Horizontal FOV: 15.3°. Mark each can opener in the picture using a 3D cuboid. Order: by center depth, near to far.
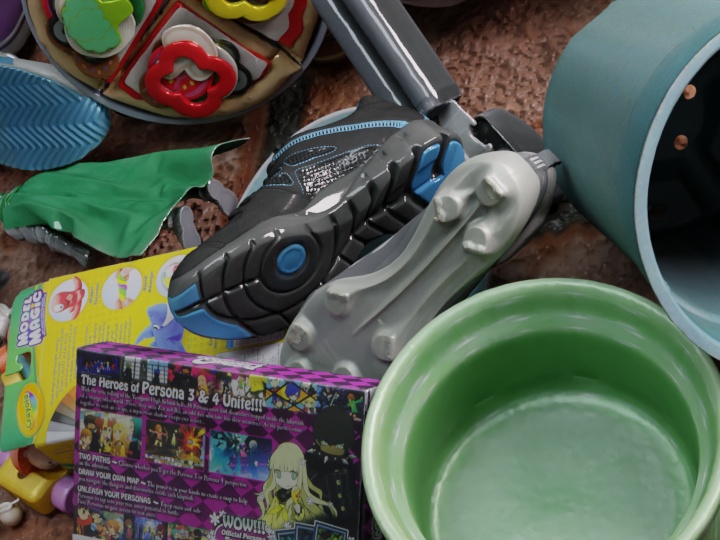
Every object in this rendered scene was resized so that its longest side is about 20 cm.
[{"bbox_3d":[0.044,-0.108,1.643,0.066,0.053,0.200,-31,80,-39],"label":"can opener"}]

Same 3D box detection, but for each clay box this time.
[{"bbox_3d":[-0.121,0.051,1.619,0.199,0.048,0.116,-12,59,25],"label":"clay box"}]

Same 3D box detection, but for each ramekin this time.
[{"bbox_3d":[0.105,0.114,1.455,0.199,0.098,0.201,-6,57,8],"label":"ramekin"}]

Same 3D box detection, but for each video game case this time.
[{"bbox_3d":[-0.076,0.141,1.528,0.199,0.036,0.183,6,100,30],"label":"video game case"}]

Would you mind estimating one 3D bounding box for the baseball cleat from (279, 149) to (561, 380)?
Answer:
[{"bbox_3d":[0.041,0.005,1.519,0.200,0.106,0.070,-40,78,30],"label":"baseball cleat"}]

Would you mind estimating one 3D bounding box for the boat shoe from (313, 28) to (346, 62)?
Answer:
[{"bbox_3d":[-0.037,-0.226,1.790,0.072,0.068,0.201,-19,53,14],"label":"boat shoe"}]

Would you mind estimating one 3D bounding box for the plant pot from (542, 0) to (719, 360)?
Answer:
[{"bbox_3d":[0.202,-0.068,1.470,0.200,0.200,0.196,-42,24,-4],"label":"plant pot"}]

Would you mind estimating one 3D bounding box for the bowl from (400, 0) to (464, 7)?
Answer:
[{"bbox_3d":[0.040,-0.231,1.715,0.200,0.091,0.202,12,33,-8],"label":"bowl"}]

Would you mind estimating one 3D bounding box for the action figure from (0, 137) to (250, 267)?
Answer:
[{"bbox_3d":[-0.169,-0.040,1.733,0.199,0.055,0.118,3,36,44],"label":"action figure"}]

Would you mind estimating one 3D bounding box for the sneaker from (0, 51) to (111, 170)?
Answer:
[{"bbox_3d":[-0.244,-0.117,1.808,0.199,0.077,0.081,7,27,33],"label":"sneaker"}]

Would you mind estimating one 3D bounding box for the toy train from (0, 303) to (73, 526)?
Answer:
[{"bbox_3d":[-0.236,0.094,1.690,0.149,0.056,0.201,-3,59,25],"label":"toy train"}]

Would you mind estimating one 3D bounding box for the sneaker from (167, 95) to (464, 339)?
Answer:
[{"bbox_3d":[-0.035,-0.030,1.565,0.199,0.074,0.082,-32,45,-21],"label":"sneaker"}]

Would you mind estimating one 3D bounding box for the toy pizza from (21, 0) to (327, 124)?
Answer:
[{"bbox_3d":[-0.117,-0.174,1.686,0.199,0.201,0.032,-19,32,15],"label":"toy pizza"}]

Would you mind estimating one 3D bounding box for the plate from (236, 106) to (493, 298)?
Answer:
[{"bbox_3d":[0.000,0.000,1.624,0.199,0.026,0.202,-10,73,33],"label":"plate"}]

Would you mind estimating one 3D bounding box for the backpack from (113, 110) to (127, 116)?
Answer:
[{"bbox_3d":[-0.138,-0.235,1.804,0.153,0.164,0.201,-15,47,7],"label":"backpack"}]

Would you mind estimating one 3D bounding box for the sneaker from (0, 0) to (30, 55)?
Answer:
[{"bbox_3d":[-0.265,-0.253,1.891,0.072,0.114,0.201,-15,46,17],"label":"sneaker"}]
